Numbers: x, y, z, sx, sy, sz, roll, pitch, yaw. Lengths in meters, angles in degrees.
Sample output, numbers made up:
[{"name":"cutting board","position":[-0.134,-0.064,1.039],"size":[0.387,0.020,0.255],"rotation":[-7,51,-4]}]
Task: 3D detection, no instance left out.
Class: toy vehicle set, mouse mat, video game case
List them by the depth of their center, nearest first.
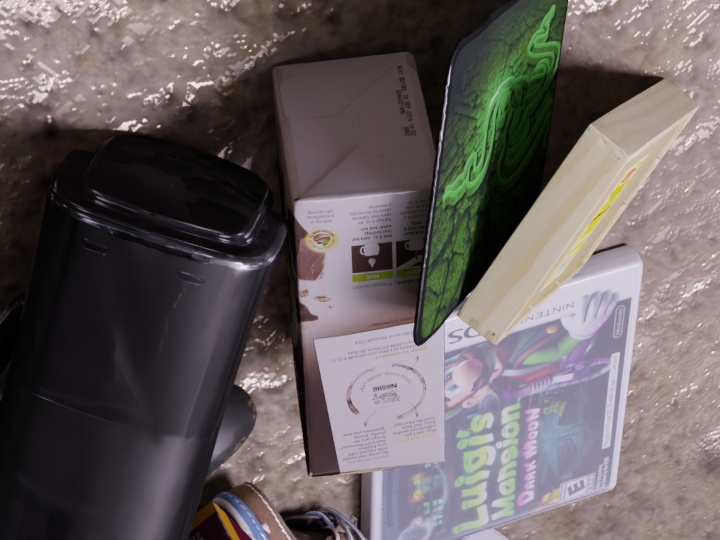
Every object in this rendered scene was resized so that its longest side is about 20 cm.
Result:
[{"name":"mouse mat","position":[0.071,-0.066,1.142],"size":[0.200,0.007,0.162],"rotation":[-45,145,-60]},{"name":"toy vehicle set","position":[0.122,-0.036,1.209],"size":[0.125,0.026,0.200],"rotation":[-56,171,20]},{"name":"video game case","position":[0.086,0.088,1.385],"size":[0.181,0.023,0.201],"rotation":[-15,134,-18]}]

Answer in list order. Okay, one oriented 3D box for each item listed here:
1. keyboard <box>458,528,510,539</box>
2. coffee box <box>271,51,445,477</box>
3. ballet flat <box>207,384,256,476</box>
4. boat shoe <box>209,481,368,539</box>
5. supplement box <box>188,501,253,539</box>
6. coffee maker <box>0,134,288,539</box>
[{"name":"keyboard","position":[0.023,0.244,1.497],"size":[0.200,0.011,0.056],"rotation":[-42,131,9]},{"name":"coffee box","position":[0.000,0.000,1.184],"size":[0.079,0.113,0.201],"rotation":[-6,132,-4]},{"name":"ballet flat","position":[-0.153,0.107,1.255],"size":[0.199,0.057,0.067],"rotation":[-20,99,-18]},{"name":"boat shoe","position":[-0.030,0.186,1.378],"size":[0.072,0.072,0.201],"rotation":[-42,136,-14]},{"name":"supplement box","position":[-0.065,0.240,1.281],"size":[0.110,0.086,0.200],"rotation":[-36,134,2]},{"name":"coffee maker","position":[-0.112,0.055,1.104],"size":[0.134,0.192,0.201],"rotation":[7,115,-22]}]
